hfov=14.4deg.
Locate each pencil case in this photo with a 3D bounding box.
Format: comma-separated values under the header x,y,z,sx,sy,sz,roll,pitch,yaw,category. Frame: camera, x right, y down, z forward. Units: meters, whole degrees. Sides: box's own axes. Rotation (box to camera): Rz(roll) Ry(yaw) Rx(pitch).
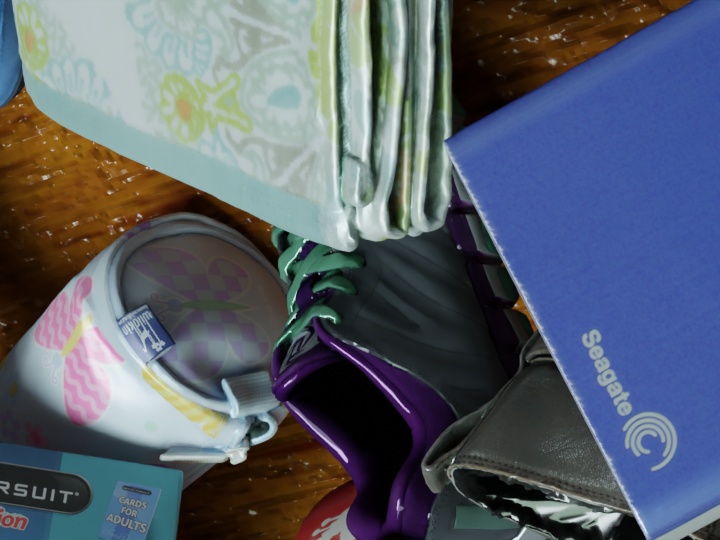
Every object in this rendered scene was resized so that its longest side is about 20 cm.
x,y,z,sx,sy,sz,roll,pitch,yaw,category
-0.097,0.062,1.063,0.091,0.083,0.200,53,134,7,pencil case

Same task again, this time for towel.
x,y,z,sx,sy,sz,roll,pitch,yaw,category
-0.046,-0.110,0.873,0.200,0.048,0.172,25,125,43,towel

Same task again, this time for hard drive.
x,y,z,sx,sy,sz,roll,pitch,yaw,category
0.139,-0.028,0.793,0.199,0.025,0.132,-29,69,6,hard drive

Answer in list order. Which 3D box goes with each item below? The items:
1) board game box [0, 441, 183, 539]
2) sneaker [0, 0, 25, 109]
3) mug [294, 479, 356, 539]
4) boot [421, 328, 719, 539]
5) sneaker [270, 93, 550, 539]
x,y,z,sx,sy,sz,roll,pitch,yaw,category
-0.153,0.134,1.051,0.150,0.047,0.200,10,141,-6,board game box
-0.159,-0.127,0.952,0.066,0.079,0.201,9,130,19,sneaker
0.076,0.080,0.983,0.133,0.179,0.200,10,156,-41,mug
0.136,0.026,0.844,0.199,0.175,0.069,9,144,25,boot
0.000,0.000,0.902,0.074,0.087,0.201,-45,60,38,sneaker
